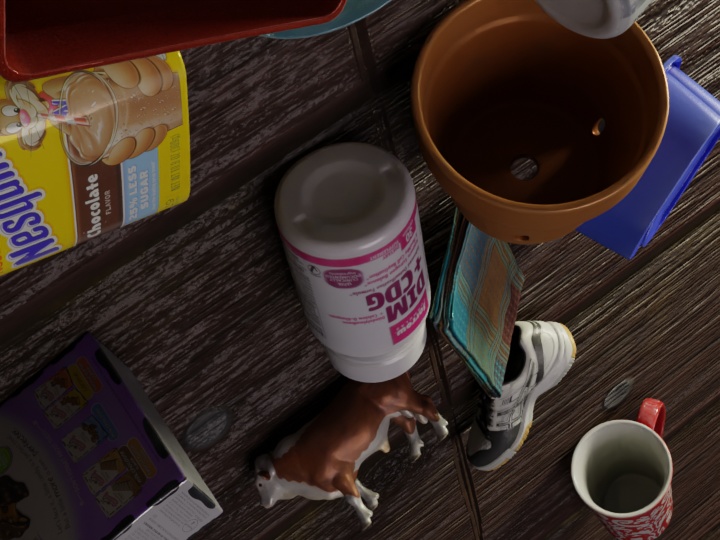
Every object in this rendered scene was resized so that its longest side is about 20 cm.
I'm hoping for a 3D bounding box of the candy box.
[{"bbox_3d":[-0.232,0.177,0.936,0.199,0.168,0.072,-39,143,-4],"label":"candy box"}]

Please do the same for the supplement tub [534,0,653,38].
[{"bbox_3d":[0.211,-0.283,0.924,0.200,0.122,0.123,-47,146,-10],"label":"supplement tub"}]

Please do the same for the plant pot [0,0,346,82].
[{"bbox_3d":[-0.120,-0.239,0.606,0.198,0.176,0.201,-18,138,-32],"label":"plant pot"}]

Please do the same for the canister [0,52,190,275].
[{"bbox_3d":[-0.210,-0.072,0.772,0.199,0.087,0.150,-25,142,-27],"label":"canister"}]

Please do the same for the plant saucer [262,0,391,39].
[{"bbox_3d":[-0.017,-0.237,0.813,0.198,0.028,0.201,-25,153,-14],"label":"plant saucer"}]

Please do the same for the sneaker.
[{"bbox_3d":[0.156,0.135,1.382,0.087,0.076,0.201,12,116,-32],"label":"sneaker"}]

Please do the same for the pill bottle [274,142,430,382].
[{"bbox_3d":[0.000,0.000,1.031,0.113,0.113,0.201,-33,144,-15],"label":"pill bottle"}]

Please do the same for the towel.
[{"bbox_3d":[0.119,0.023,1.184,0.200,0.021,0.148,51,49,-57],"label":"towel"}]

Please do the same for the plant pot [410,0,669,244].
[{"bbox_3d":[0.139,-0.112,1.005,0.199,0.201,0.140,-35,162,-11],"label":"plant pot"}]

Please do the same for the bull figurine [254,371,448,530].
[{"bbox_3d":[-0.011,0.175,1.212,0.200,0.121,0.065,-47,-178,-7],"label":"bull figurine"}]

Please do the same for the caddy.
[{"bbox_3d":[0.269,-0.110,1.199,0.201,0.105,0.141,-60,166,23],"label":"caddy"}]

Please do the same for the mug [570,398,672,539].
[{"bbox_3d":[0.389,0.290,1.715,0.177,0.134,0.200,-39,148,-3],"label":"mug"}]
